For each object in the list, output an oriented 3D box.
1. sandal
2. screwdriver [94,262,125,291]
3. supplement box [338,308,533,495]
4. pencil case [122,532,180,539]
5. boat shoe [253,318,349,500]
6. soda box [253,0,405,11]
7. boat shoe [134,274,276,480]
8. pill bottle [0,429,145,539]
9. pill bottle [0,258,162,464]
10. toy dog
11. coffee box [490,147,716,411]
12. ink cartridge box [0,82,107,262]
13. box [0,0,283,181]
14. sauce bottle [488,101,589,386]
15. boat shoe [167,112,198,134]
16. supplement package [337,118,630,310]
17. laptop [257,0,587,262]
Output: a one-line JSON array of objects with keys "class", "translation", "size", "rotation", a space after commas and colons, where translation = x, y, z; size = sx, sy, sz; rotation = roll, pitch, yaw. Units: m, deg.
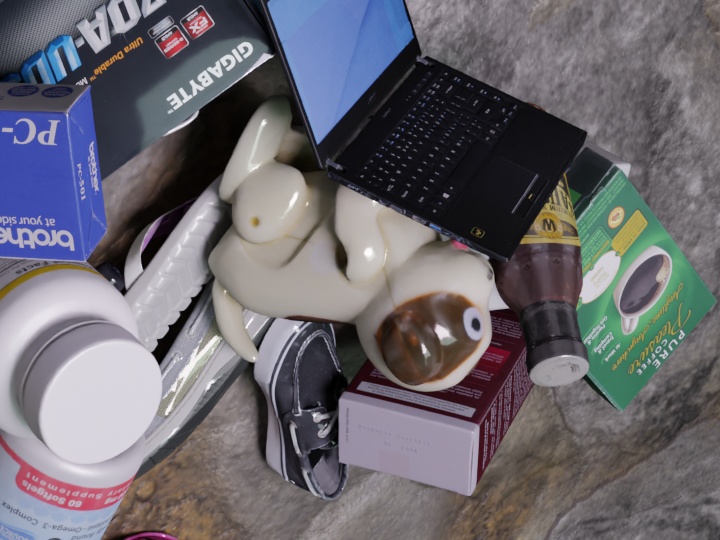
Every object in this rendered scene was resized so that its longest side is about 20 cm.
[{"class": "sandal", "translation": [-0.137, -0.008, 1.245], "size": [0.203, 0.050, 0.082], "rotation": [-51, 161, -5]}, {"class": "screwdriver", "translation": [-0.237, 0.066, 1.214], "size": [0.200, 0.028, 0.029], "rotation": [-40, 119, 5]}, {"class": "supplement box", "translation": [0.068, 0.080, 1.362], "size": [0.200, 0.108, 0.061], "rotation": [-51, 148, -52]}, {"class": "pencil case", "translation": [-0.173, 0.306, 1.366], "size": [0.090, 0.094, 0.202], "rotation": [7, 109, -40]}, {"class": "boat shoe", "translation": [-0.034, 0.103, 1.347], "size": [0.072, 0.068, 0.201], "rotation": [-36, 148, -31]}, {"class": "soda box", "translation": [-0.064, -0.199, 1.189], "size": [0.199, 0.068, 0.065], "rotation": [20, 99, -43]}, {"class": "boat shoe", "translation": [-0.133, 0.076, 1.297], "size": [0.202, 0.065, 0.074], "rotation": [-50, 173, 0]}, {"class": "pill bottle", "translation": [-0.231, 0.170, 1.217], "size": [0.108, 0.109, 0.201], "rotation": [5, 126, -40]}, {"class": "pill bottle", "translation": [-0.206, 0.037, 1.115], "size": [0.111, 0.200, 0.112], "rotation": [-18, 124, -29]}, {"class": "toy dog", "translation": [0.000, 0.000, 1.201], "size": [0.195, 0.199, 0.139], "rotation": [-58, 160, 2]}, {"class": "coffee box", "translation": [0.186, 0.011, 1.362], "size": [0.123, 0.044, 0.200], "rotation": [-50, 136, -3]}, {"class": "ink cartridge box", "translation": [-0.252, -0.060, 1.042], "size": [0.044, 0.198, 0.095], "rotation": [-67, 158, -61]}, {"class": "box", "translation": [-0.172, -0.142, 1.079], "size": [0.199, 0.046, 0.160], "rotation": [-35, 105, -1]}, {"class": "sauce bottle", "translation": [0.117, -0.019, 1.206], "size": [0.065, 0.201, 0.066], "rotation": [-8, 148, -5]}, {"class": "boat shoe", "translation": [-0.196, -0.097, 1.141], "size": [0.199, 0.067, 0.074], "rotation": [-24, 127, -26]}, {"class": "supplement package", "translation": [0.086, -0.045, 1.361], "size": [0.199, 0.117, 0.118], "rotation": [-5, 117, -38]}, {"class": "laptop", "translation": [0.046, -0.126, 1.137], "size": [0.177, 0.199, 0.104], "rotation": [-52, 165, -51]}]
